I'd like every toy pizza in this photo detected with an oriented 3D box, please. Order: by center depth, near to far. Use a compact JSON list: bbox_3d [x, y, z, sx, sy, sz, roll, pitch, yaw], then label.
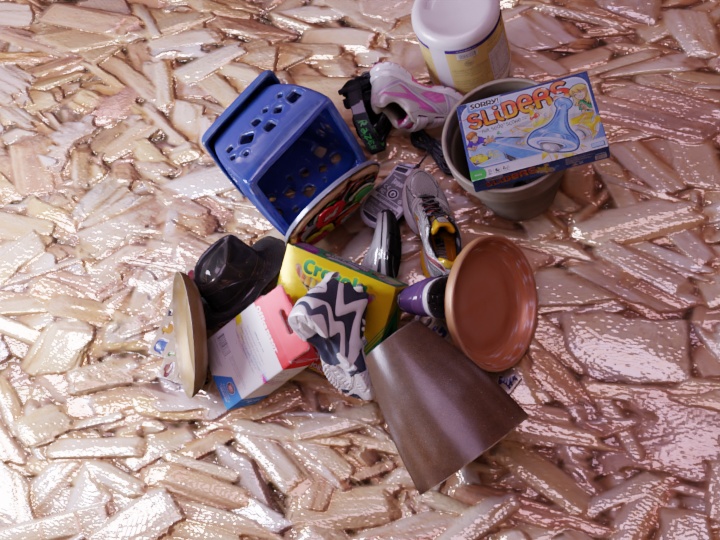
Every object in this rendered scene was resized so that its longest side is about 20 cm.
[{"bbox_3d":[-0.038,-0.098,1.680,0.200,0.200,0.032,-41,81,-5],"label":"toy pizza"}]

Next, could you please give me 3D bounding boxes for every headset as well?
[{"bbox_3d":[0.021,-0.285,1.794,0.093,0.124,0.201,-19,38,10],"label":"headset"}]

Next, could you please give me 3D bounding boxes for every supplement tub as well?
[{"bbox_3d":[0.172,-0.375,1.742,0.144,0.200,0.146,-6,64,13],"label":"supplement tub"}]

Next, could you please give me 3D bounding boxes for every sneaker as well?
[{"bbox_3d":[-0.013,0.086,1.540,0.079,0.199,0.130,-10,38,47],"label":"sneaker"},{"bbox_3d":[0.137,0.029,1.587,0.087,0.199,0.076,-3,92,46],"label":"sneaker"},{"bbox_3d":[0.123,-0.075,1.662,0.077,0.082,0.201,-12,69,-16],"label":"sneaker"},{"bbox_3d":[0.000,0.000,1.669,0.115,0.076,0.202,1,80,18],"label":"sneaker"},{"bbox_3d":[0.097,-0.264,1.747,0.199,0.081,0.089,21,68,-12],"label":"sneaker"}]

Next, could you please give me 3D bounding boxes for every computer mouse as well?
[{"bbox_3d":[0.074,-0.142,1.750,0.109,0.044,0.200,36,74,21],"label":"computer mouse"}]

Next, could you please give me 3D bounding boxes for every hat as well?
[{"bbox_3d":[-0.216,-0.001,1.695,0.200,0.081,0.201,-31,29,19],"label":"hat"}]

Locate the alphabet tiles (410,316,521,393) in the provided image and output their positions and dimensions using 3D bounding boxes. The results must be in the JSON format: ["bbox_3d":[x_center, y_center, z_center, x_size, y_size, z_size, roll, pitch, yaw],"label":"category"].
[{"bbox_3d":[0.139,0.148,1.609,0.200,0.006,0.167,35,79,27],"label":"alphabet tiles"}]

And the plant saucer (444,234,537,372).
[{"bbox_3d":[0.188,0.049,1.548,0.037,0.200,0.201,-1,61,47],"label":"plant saucer"}]

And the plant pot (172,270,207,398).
[{"bbox_3d":[-0.267,0.099,1.653,0.027,0.200,0.201,-6,59,-18],"label":"plant pot"}]

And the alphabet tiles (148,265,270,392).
[{"bbox_3d":[-0.258,0.098,1.751,0.166,0.008,0.201,13,70,21],"label":"alphabet tiles"}]

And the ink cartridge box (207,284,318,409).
[{"bbox_3d":[-0.144,0.116,1.611,0.200,0.067,0.117,-36,70,32],"label":"ink cartridge box"}]

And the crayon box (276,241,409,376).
[{"bbox_3d":[-0.041,0.070,1.624,0.199,0.058,0.174,22,106,25],"label":"crayon box"}]

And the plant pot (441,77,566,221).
[{"bbox_3d":[0.238,-0.169,1.638,0.199,0.174,0.201,-6,64,13],"label":"plant pot"}]

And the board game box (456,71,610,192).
[{"bbox_3d":[0.249,-0.202,1.532,0.199,0.034,0.136,-15,62,10],"label":"board game box"}]

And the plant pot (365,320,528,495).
[{"bbox_3d":[0.102,0.176,1.470,0.186,0.187,0.200,-35,81,-2],"label":"plant pot"}]

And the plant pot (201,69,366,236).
[{"bbox_3d":[-0.137,-0.200,1.756,0.180,0.200,0.200,36,80,33],"label":"plant pot"}]
